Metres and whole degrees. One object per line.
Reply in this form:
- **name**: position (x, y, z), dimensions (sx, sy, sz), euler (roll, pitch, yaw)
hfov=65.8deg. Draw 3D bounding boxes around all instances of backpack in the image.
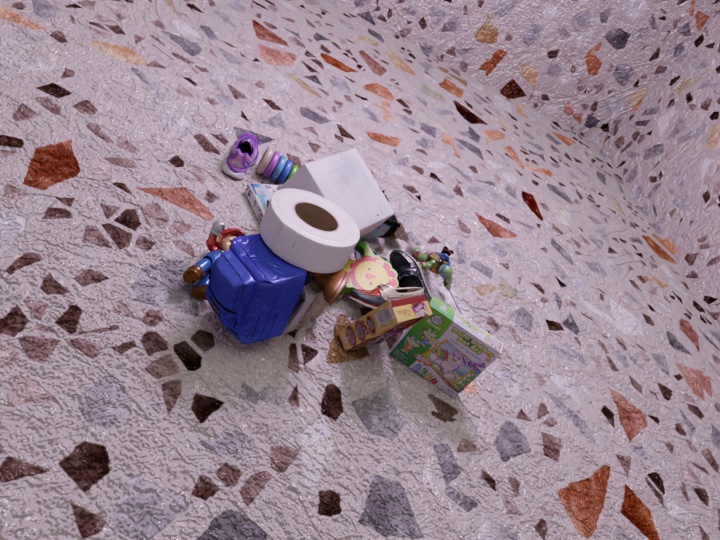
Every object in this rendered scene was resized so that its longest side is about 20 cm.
- **backpack**: position (-0.003, -0.167, 1.593), dimensions (0.199, 0.127, 0.168), euler (8, 42, -41)
- **backpack**: position (-0.227, 0.045, 1.134), dimensions (0.167, 0.201, 0.163), euler (-11, 49, -37)

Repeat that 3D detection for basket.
- **basket**: position (-0.158, 0.019, 1.272), dimensions (0.123, 0.136, 0.200), euler (-12, 57, -49)

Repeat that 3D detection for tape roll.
- **tape roll**: position (-0.104, -0.084, 1.149), dimensions (0.201, 0.071, 0.203), euler (23, 30, -14)

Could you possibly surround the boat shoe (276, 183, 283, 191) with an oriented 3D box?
- **boat shoe**: position (-0.151, -0.206, 1.510), dimensions (0.074, 0.068, 0.199), euler (49, 14, 29)

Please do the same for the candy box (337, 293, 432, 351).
- **candy box**: position (0.052, 0.120, 1.264), dimensions (0.116, 0.200, 0.057), euler (-7, 69, -42)

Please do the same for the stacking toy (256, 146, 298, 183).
- **stacking toy**: position (-0.198, -0.274, 1.612), dimensions (0.199, 0.085, 0.086), euler (29, 37, -19)

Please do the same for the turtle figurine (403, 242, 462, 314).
- **turtle figurine**: position (0.191, 0.014, 1.594), dimensions (0.142, 0.202, 0.194), euler (-12, 27, -11)

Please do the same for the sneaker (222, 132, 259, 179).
- **sneaker**: position (-0.324, -0.343, 1.572), dimensions (0.080, 0.089, 0.201), euler (23, 37, -13)

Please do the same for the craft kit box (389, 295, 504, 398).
- **craft kit box**: position (0.198, 0.185, 1.312), dimensions (0.199, 0.198, 0.049), euler (33, 36, -1)

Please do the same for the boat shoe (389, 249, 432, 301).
- **boat shoe**: position (0.130, 0.028, 1.497), dimensions (0.066, 0.074, 0.201), euler (7, 57, -66)

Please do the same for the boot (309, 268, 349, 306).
- **boot**: position (-0.105, -0.014, 1.179), dimensions (0.154, 0.074, 0.201), euler (29, 23, -16)

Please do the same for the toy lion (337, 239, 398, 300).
- **toy lion**: position (0.000, 0.000, 1.426), dimensions (0.190, 0.069, 0.201), euler (0, 54, -20)

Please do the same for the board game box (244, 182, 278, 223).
- **board game box**: position (-0.219, -0.153, 1.490), dimensions (0.125, 0.035, 0.201), euler (-1, 50, -40)

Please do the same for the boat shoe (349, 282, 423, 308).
- **boat shoe**: position (0.065, 0.060, 1.335), dimensions (0.198, 0.063, 0.071), euler (10, 14, -28)

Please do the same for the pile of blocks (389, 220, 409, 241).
- **pile of blocks**: position (0.079, -0.148, 1.709), dimensions (0.062, 0.082, 0.201), euler (-27, 47, -3)

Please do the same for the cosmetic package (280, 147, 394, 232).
- **cosmetic package**: position (-0.055, -0.173, 1.384), dimensions (0.199, 0.123, 0.200), euler (-30, 88, -44)

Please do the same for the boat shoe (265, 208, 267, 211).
- **boat shoe**: position (-0.203, -0.124, 1.370), dimensions (0.068, 0.075, 0.200), euler (14, 15, 4)

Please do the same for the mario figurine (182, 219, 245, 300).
- **mario figurine**: position (-0.301, -0.030, 1.228), dimensions (0.105, 0.124, 0.201), euler (21, 41, 3)

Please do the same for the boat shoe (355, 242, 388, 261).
- **boat shoe**: position (0.049, -0.011, 1.516), dimensions (0.071, 0.068, 0.201), euler (5, 47, -34)
